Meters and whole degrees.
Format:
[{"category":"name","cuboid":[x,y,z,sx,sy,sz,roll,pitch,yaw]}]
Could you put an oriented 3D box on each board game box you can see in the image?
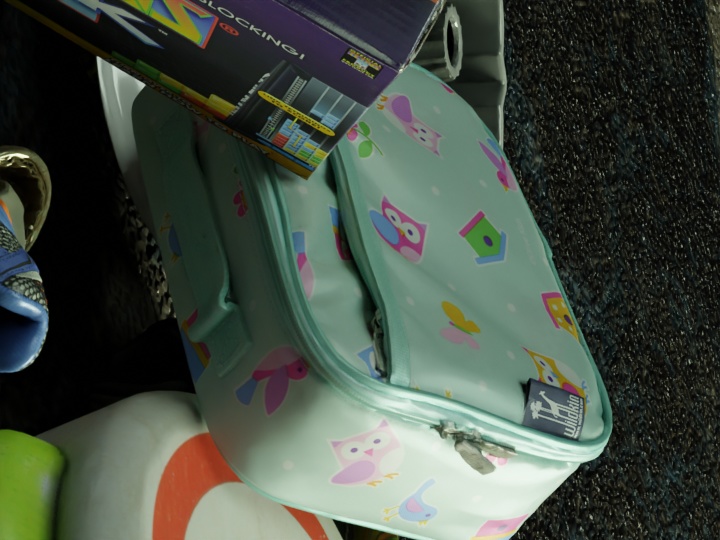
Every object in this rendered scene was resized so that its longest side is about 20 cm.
[{"category":"board game box","cuboid":[-0.075,-0.112,0.719,0.057,0.199,0.165,-60,-176,-11]}]

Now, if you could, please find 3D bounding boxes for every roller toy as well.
[{"category":"roller toy","cuboid":[-0.085,0.148,0.811,0.201,0.139,0.182,67,23,1]}]

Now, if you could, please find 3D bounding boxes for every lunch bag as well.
[{"category":"lunch bag","cuboid":[0.000,0.000,0.856,0.160,0.077,0.201,22,36,-41]}]

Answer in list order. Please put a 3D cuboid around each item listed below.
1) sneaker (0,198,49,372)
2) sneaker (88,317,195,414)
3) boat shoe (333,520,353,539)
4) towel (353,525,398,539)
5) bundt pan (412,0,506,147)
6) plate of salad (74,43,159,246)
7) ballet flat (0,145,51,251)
[{"category":"sneaker","cuboid":[-0.175,0.013,0.669,0.199,0.078,0.076,-17,125,-34]},{"category":"sneaker","cuboid":[-0.066,0.110,0.950,0.114,0.076,0.200,27,52,-57]},{"category":"boat shoe","cuboid":[-0.031,0.022,0.928,0.067,0.057,0.201,33,35,-59]},{"category":"towel","cuboid":[0.003,0.097,0.950,0.086,0.018,0.201,104,-18,-44]},{"category":"bundt pan","cuboid":[0.006,-0.099,1.054,0.202,0.075,0.203,-2,90,-74]},{"category":"plate of salad","cuboid":[-0.071,-0.087,1.053,0.200,0.048,0.201,20,68,-61]},{"category":"ballet flat","cuboid":[-0.160,0.016,0.803,0.068,0.062,0.200,64,29,-31]}]
